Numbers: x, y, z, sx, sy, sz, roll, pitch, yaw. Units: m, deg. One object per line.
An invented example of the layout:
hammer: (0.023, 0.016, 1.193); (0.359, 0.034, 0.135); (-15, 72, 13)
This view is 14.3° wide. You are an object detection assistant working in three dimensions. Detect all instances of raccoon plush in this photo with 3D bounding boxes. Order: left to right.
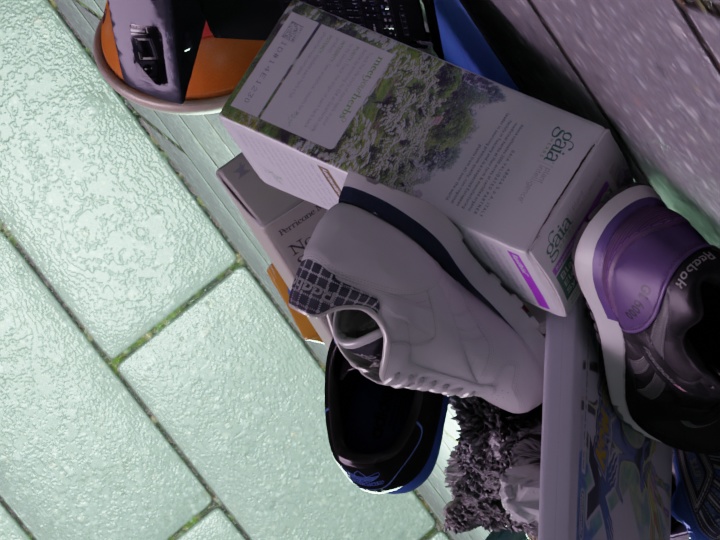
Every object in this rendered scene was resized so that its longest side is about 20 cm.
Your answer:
raccoon plush: (0.077, 0.122, 1.594); (0.097, 0.134, 0.200); (16, -152, 11)

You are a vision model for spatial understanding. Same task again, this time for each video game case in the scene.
video game case: (0.133, 0.101, 1.520); (0.182, 0.022, 0.200); (46, -137, -59)

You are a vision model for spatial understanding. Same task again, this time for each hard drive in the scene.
hard drive: (-0.116, -0.207, 1.588); (0.135, 0.042, 0.200); (-82, -11, -58)

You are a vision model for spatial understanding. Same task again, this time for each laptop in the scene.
laptop: (0.000, -0.114, 1.550); (0.177, 0.199, 0.104); (73, -159, -71)

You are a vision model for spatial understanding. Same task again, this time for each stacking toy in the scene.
stacking toy: (-0.115, -0.217, 1.893); (0.146, 0.146, 0.200); (46, 154, 39)

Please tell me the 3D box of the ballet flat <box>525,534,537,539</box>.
ballet flat: (0.126, 0.116, 1.915); (0.075, 0.068, 0.200); (26, -149, -19)

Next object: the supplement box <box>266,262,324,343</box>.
supplement box: (0.031, 0.018, 1.885); (0.200, 0.067, 0.069); (15, -138, -49)

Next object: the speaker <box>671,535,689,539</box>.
speaker: (0.238, 0.203, 1.794); (0.200, 0.088, 0.088); (50, 174, 14)

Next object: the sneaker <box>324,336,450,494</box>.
sneaker: (0.022, 0.020, 1.540); (0.070, 0.201, 0.078); (3, 171, 15)

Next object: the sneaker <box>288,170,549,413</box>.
sneaker: (0.030, 0.029, 1.456); (0.076, 0.081, 0.200); (17, 162, 42)

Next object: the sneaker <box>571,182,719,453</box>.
sneaker: (0.171, 0.047, 1.445); (0.088, 0.076, 0.200); (38, 167, 38)

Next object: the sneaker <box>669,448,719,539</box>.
sneaker: (0.180, 0.110, 1.674); (0.077, 0.085, 0.200); (53, 175, -14)

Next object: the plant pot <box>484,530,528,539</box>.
plant pot: (0.183, 0.239, 1.994); (0.200, 0.200, 0.196); (51, 167, 3)

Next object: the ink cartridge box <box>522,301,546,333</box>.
ink cartridge box: (0.079, -0.008, 1.742); (0.115, 0.068, 0.200); (52, 177, 7)

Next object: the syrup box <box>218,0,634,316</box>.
syrup box: (0.035, -0.059, 1.475); (0.200, 0.079, 0.081); (25, 165, 27)

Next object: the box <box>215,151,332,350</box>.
box: (0.000, 0.000, 1.666); (0.068, 0.082, 0.200); (51, 176, 47)
